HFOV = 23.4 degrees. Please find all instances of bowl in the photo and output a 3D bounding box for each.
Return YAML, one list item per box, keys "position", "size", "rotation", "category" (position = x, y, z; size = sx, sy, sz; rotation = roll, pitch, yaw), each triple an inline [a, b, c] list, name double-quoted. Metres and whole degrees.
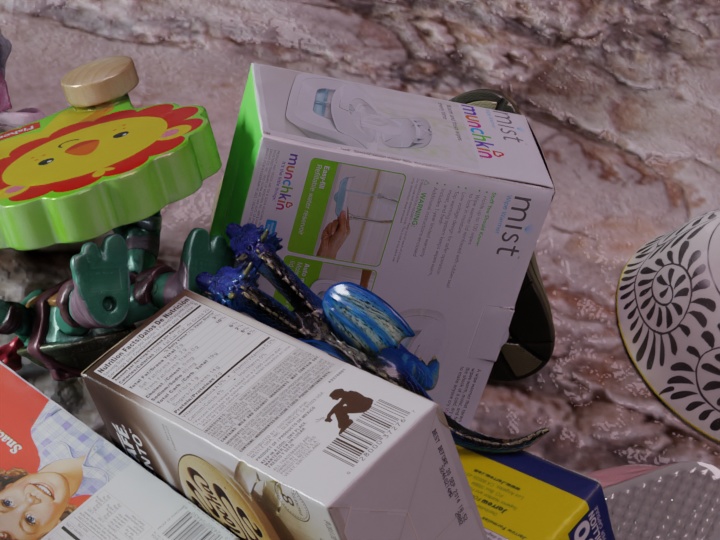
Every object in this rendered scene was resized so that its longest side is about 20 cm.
- position: [0.287, 0.020, 1.207]
  size: [0.199, 0.095, 0.202]
  rotation: [11, 49, -13]
  category: "bowl"

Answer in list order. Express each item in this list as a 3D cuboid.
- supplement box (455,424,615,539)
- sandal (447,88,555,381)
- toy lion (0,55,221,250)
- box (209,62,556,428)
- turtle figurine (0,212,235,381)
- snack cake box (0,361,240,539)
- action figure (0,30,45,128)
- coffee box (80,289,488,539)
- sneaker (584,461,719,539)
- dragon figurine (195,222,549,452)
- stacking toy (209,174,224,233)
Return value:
- position: [0.038, 0.195, 0.900]
  size: [0.109, 0.110, 0.200]
  rotation: [18, 51, 44]
  category: "supplement box"
- position: [0.080, -0.023, 1.117]
  size: [0.079, 0.203, 0.058]
  rotation: [-5, 29, 10]
  category: "sandal"
- position: [-0.181, -0.054, 0.988]
  size: [0.198, 0.069, 0.192]
  rotation: [-19, 23, -6]
  category: "toy lion"
- position: [0.000, 0.000, 1.032]
  size: [0.175, 0.202, 0.097]
  rotation: [8, 31, -14]
  category: "box"
- position: [-0.165, 0.012, 1.007]
  size: [0.149, 0.199, 0.102]
  rotation: [-27, 103, -35]
  category: "turtle figurine"
- position: [-0.164, 0.144, 0.902]
  size: [0.199, 0.068, 0.115]
  rotation: [31, 57, 33]
  category: "snack cake box"
- position: [-0.324, -0.100, 1.094]
  size: [0.200, 0.133, 0.150]
  rotation: [-44, 116, -29]
  category: "action figure"
- position: [-0.039, 0.099, 0.874]
  size: [0.080, 0.114, 0.199]
  rotation: [-40, 38, -26]
  category: "coffee box"
- position: [0.129, 0.162, 1.055]
  size: [0.198, 0.105, 0.076]
  rotation: [-12, 79, 6]
  category: "sneaker"
- position: [-0.002, 0.046, 0.921]
  size: [0.199, 0.099, 0.059]
  rotation: [33, 82, 29]
  category: "dragon figurine"
- position: [0.004, -0.021, 1.148]
  size: [0.198, 0.086, 0.086]
  rotation: [5, 51, -23]
  category: "stacking toy"
